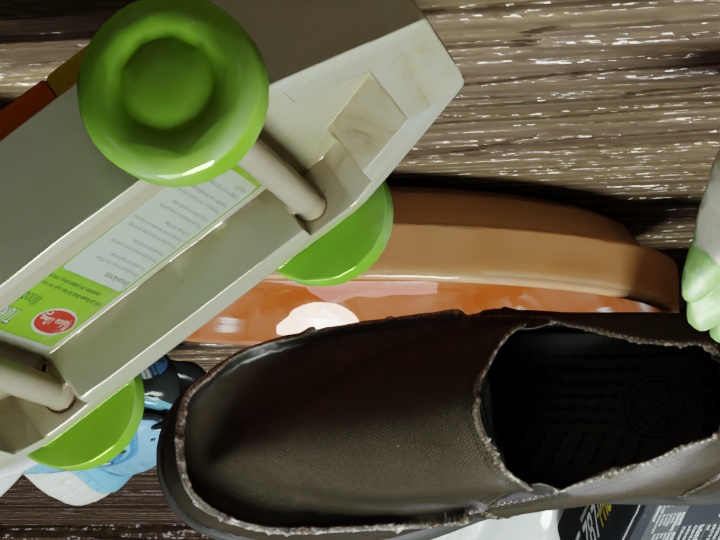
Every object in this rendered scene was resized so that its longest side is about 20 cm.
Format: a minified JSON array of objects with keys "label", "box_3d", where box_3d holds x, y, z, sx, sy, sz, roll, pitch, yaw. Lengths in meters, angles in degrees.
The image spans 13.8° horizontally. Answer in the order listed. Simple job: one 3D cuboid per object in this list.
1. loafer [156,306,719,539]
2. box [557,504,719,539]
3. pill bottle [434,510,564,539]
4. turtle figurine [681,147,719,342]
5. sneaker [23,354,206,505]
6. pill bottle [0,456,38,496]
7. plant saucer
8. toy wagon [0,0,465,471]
[{"label":"loafer","box_3d":[0.032,0.039,0.878,0.200,0.073,0.071,-9,166,10]},{"label":"box","box_3d":[0.163,0.066,1.055,0.161,0.049,0.200,-8,157,-7]},{"label":"pill bottle","box_3d":[0.097,0.078,1.202,0.200,0.112,0.112,4,172,-19]},{"label":"turtle figurine","box_3d":[0.176,0.035,0.652,0.194,0.144,0.200,17,140,35]},{"label":"sneaker","box_3d":[-0.124,0.048,1.239,0.090,0.079,0.200,-22,168,19]},{"label":"pill bottle","box_3d":[-0.148,0.021,0.795,0.112,0.112,0.200,5,171,-32]},{"label":"plant saucer","box_3d":[0.000,0.000,0.931,0.200,0.032,0.200,1,173,0]},{"label":"toy wagon","box_3d":[-0.068,0.009,0.584,0.200,0.040,0.155,-37,168,3]}]
